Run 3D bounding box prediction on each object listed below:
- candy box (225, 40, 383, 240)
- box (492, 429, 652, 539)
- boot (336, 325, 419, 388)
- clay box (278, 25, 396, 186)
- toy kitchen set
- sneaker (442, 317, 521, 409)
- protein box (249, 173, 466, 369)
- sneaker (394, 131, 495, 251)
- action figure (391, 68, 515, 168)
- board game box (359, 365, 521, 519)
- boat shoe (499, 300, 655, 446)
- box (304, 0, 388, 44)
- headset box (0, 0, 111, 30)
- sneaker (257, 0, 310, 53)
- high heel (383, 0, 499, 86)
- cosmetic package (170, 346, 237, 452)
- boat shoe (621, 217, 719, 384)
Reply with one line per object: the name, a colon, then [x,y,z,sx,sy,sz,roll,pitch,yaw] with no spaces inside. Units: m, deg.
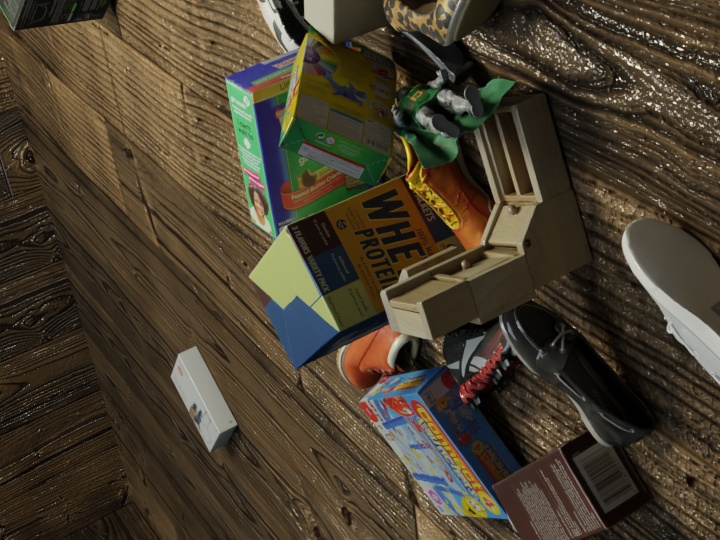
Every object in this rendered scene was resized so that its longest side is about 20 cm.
candy box: [-0.065,-0.163,1.429,0.077,0.168,0.202,30,138,47]
box: [0.233,0.251,1.313,0.101,0.074,0.200,60,154,11]
boot: [0.027,0.120,1.626,0.107,0.075,0.201,47,149,26]
clay box: [-0.021,-0.186,1.276,0.201,0.114,0.048,-85,21,-51]
toy kitchen set: [0.087,-0.055,1.173,0.163,0.199,0.182,7,119,62]
sneaker: [0.144,0.084,1.343,0.098,0.070,0.201,57,156,14]
protein box: [0.000,0.000,1.406,0.136,0.199,0.199,62,156,7]
sneaker: [0.091,-0.089,1.289,0.201,0.077,0.073,62,154,5]
action figure: [0.071,-0.164,1.176,0.055,0.118,0.200,52,176,-18]
board game box: [0.109,0.225,1.513,0.201,0.056,0.196,53,157,-5]
boat shoe: [0.220,0.096,1.165,0.200,0.067,0.057,47,142,-16]
box: [-0.015,-0.354,1.259,0.068,0.082,0.201,46,148,36]
headset box: [-0.557,-0.537,2.090,0.175,0.199,0.093,59,139,13]
sneaker: [-0.111,-0.356,1.468,0.202,0.073,0.080,67,161,2]
high heel: [0.068,-0.285,1.153,0.143,0.071,0.200,51,162,16]
cosmetic package: [-0.349,0.287,2.592,0.201,0.051,0.151,60,153,14]
boat shoe: [0.295,0.041,1.005,0.200,0.072,0.069,45,150,21]
